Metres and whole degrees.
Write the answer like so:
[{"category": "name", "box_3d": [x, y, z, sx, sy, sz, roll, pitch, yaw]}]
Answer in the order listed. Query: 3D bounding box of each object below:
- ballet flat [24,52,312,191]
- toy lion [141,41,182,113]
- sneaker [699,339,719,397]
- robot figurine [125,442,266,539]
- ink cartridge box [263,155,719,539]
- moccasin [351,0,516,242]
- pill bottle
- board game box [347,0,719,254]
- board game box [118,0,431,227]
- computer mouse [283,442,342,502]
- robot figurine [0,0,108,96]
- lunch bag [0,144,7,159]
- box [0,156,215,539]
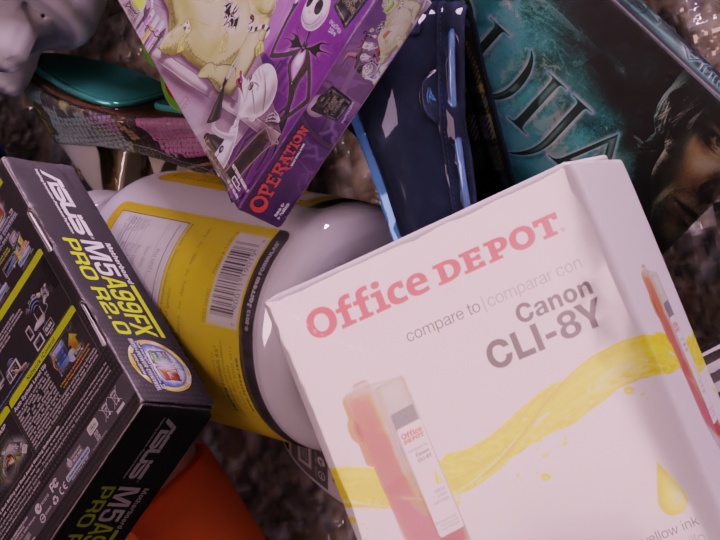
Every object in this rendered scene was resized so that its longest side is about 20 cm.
[{"category": "ballet flat", "box_3d": [-0.105, -0.066, 1.189, 0.199, 0.069, 0.072, 13, 110, 36]}, {"category": "toy lion", "box_3d": [-0.031, -0.171, 1.104, 0.200, 0.069, 0.193, -37, 61, 22]}, {"category": "sneaker", "box_3d": [0.142, 0.122, 0.992, 0.115, 0.075, 0.202, 35, 103, 43]}, {"category": "robot figurine", "box_3d": [-0.108, 0.143, 1.123, 0.116, 0.144, 0.201, -25, 101, 34]}, {"category": "ink cartridge box", "box_3d": [0.068, 0.073, 0.907, 0.144, 0.083, 0.201, -24, 85, 19]}, {"category": "moccasin", "box_3d": [0.053, -0.019, 0.983, 0.068, 0.081, 0.201, -19, 105, 21]}, {"category": "pill bottle", "box_3d": [-0.064, 0.013, 1.064, 0.199, 0.112, 0.113, 12, 96, 46]}, {"category": "board game box", "box_3d": [0.068, -0.082, 1.013, 0.200, 0.028, 0.135, 42, 119, 0]}, {"category": "board game box", "box_3d": [-0.045, -0.122, 1.013, 0.120, 0.032, 0.200, -52, 37, 15]}, {"category": "computer mouse", "box_3d": [0.036, 0.096, 1.073, 0.200, 0.044, 0.110, 34, 139, 36]}, {"category": "robot figurine", "box_3d": [-0.170, -0.195, 1.190, 0.112, 0.170, 0.201, 22, 75, -5]}, {"category": "lunch bag", "box_3d": [-0.251, -0.043, 1.223, 0.127, 0.200, 0.171, -34, 67, 2]}, {"category": "box", "box_3d": [-0.163, 0.075, 1.045, 0.200, 0.044, 0.161, -55, 50, 25]}]
